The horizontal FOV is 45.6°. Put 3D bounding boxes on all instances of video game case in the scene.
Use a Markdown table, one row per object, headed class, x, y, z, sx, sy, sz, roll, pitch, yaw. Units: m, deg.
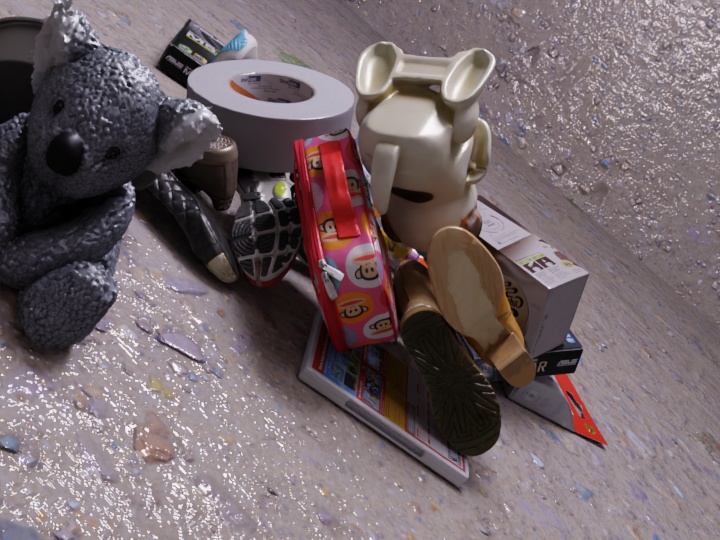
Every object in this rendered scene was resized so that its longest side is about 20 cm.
| class | x | y | z | sx | sy | sz | roll | pitch | yaw |
| --- | --- | --- | --- | --- | --- | --- | --- | --- | --- |
| video game case | 0.029 | 0.127 | 0.892 | 0.199 | 0.017 | 0.143 | 36 | 20 | -10 |

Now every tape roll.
| class | x | y | z | sx | sy | sz | roll | pitch | yaw |
| --- | --- | --- | --- | --- | --- | --- | --- | --- | --- |
| tape roll | -0.108 | -0.188 | 1.020 | 0.197 | 0.067 | 0.201 | 8 | 30 | -5 |

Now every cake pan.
| class | x | y | z | sx | sy | sz | roll | pitch | yaw |
| --- | --- | --- | --- | --- | --- | --- | --- | --- | --- |
| cake pan | -0.252 | -0.136 | 0.757 | 0.199 | 0.200 | 0.037 | 31 | 61 | -21 |

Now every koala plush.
| class | x | y | z | sx | sy | sz | roll | pitch | yaw |
| --- | --- | --- | --- | --- | --- | --- | --- | --- | --- |
| koala plush | -0.217 | -0.086 | 0.648 | 0.176 | 0.201 | 0.184 | 35 | 20 | -8 |

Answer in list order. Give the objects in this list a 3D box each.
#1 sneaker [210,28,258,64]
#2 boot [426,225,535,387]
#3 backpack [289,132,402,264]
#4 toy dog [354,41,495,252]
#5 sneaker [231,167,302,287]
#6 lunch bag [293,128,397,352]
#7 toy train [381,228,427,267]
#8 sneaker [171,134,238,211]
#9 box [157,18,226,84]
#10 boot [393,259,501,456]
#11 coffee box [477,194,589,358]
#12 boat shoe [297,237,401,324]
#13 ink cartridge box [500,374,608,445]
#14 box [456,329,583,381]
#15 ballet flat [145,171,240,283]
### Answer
| class | x | y | z | sx | sy | sz | roll | pitch | yaw |
| --- | --- | --- | --- | --- | --- | --- | --- | --- | --- |
| sneaker | -0.157 | -0.251 | 1.164 | 0.081 | 0.077 | 0.200 | 42 | -19 | 5 |
| boot | 0.108 | 0.021 | 0.889 | 0.202 | 0.070 | 0.144 | 57 | 1 | -25 |
| backpack | 0.028 | -0.096 | 1.187 | 0.191 | 0.154 | 0.200 | 52 | 21 | 12 |
| toy dog | 0.073 | -0.103 | 0.879 | 0.201 | 0.137 | 0.196 | 72 | 24 | -51 |
| sneaker | -0.099 | -0.042 | 0.943 | 0.076 | 0.086 | 0.201 | -6 | 39 | -2 |
| lunch bag | -0.016 | -0.038 | 0.857 | 0.177 | 0.081 | 0.202 | 78 | 1 | -54 |
| toy train | 0.094 | -0.022 | 1.052 | 0.149 | 0.056 | 0.199 | 35 | -13 | -20 |
| sneaker | -0.206 | -0.123 | 0.947 | 0.070 | 0.077 | 0.199 | -17 | 30 | -37 |
| box | -0.209 | -0.303 | 1.344 | 0.199 | 0.048 | 0.194 | 34 | 23 | -16 |
| boot | 0.092 | 0.085 | 0.939 | 0.200 | 0.065 | 0.177 | -88 | 155 | -78 |
| coffee box | 0.182 | 0.004 | 1.102 | 0.079 | 0.114 | 0.200 | -18 | 44 | -34 |
| boat shoe | 0.000 | 0.000 | 1.029 | 0.199 | 0.072 | 0.071 | 29 | 20 | -28 |
| ink cartridge box | 0.267 | 0.149 | 1.215 | 0.198 | 0.047 | 0.161 | 27 | 23 | -26 |
| box | 0.183 | 0.063 | 1.158 | 0.158 | 0.044 | 0.201 | -2 | 37 | -18 |
| ballet flat | -0.193 | -0.060 | 0.880 | 0.200 | 0.057 | 0.067 | 49 | -7 | 12 |
